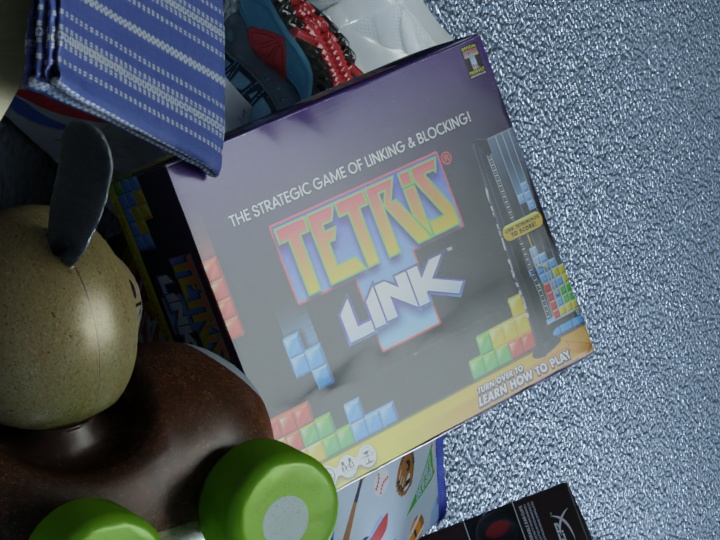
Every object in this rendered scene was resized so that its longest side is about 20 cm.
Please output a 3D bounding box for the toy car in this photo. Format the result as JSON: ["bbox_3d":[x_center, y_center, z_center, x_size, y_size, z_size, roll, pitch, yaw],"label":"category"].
[{"bbox_3d":[-0.115,0.024,1.075,0.157,0.164,0.201,-17,112,-31],"label":"toy car"}]

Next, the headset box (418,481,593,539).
[{"bbox_3d":[0.049,0.210,1.517,0.149,0.199,0.075,59,11,-64],"label":"headset box"}]

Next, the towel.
[{"bbox_3d":[-0.100,-0.152,1.099,0.145,0.024,0.201,25,60,-60],"label":"towel"}]

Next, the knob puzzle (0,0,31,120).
[{"bbox_3d":[-0.204,-0.112,1.008,0.219,0.030,0.221,-1,92,-41],"label":"knob puzzle"}]

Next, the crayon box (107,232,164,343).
[{"bbox_3d":[-0.089,0.074,1.248,0.051,0.127,0.201,15,73,-28],"label":"crayon box"}]

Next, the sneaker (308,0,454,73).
[{"bbox_3d":[-0.008,-0.105,1.471,0.200,0.073,0.116,40,61,-34],"label":"sneaker"}]

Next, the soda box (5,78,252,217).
[{"bbox_3d":[-0.122,-0.090,1.233,0.200,0.068,0.064,48,48,-60],"label":"soda box"}]

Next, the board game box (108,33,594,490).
[{"bbox_3d":[0.000,0.000,1.212,0.200,0.057,0.166,-26,99,-37],"label":"board game box"}]

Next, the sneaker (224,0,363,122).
[{"bbox_3d":[-0.035,-0.059,1.346,0.079,0.095,0.200,32,24,-36],"label":"sneaker"}]

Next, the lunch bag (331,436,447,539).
[{"bbox_3d":[-0.029,0.060,1.405,0.170,0.123,0.201,-37,133,-62],"label":"lunch bag"}]
